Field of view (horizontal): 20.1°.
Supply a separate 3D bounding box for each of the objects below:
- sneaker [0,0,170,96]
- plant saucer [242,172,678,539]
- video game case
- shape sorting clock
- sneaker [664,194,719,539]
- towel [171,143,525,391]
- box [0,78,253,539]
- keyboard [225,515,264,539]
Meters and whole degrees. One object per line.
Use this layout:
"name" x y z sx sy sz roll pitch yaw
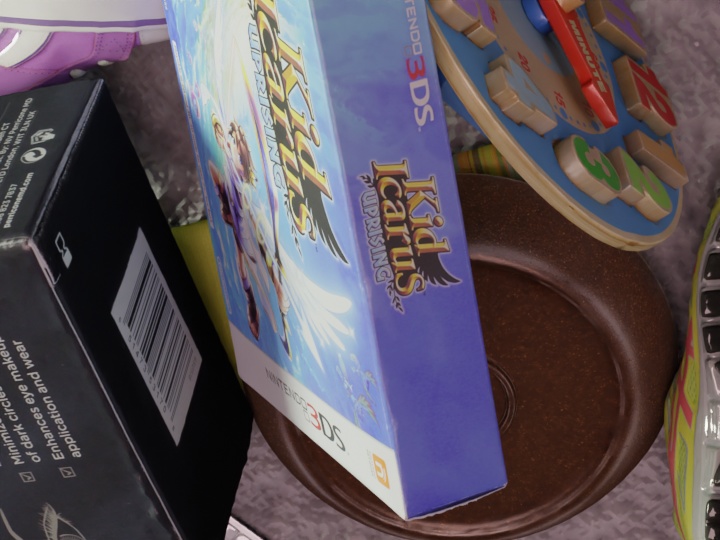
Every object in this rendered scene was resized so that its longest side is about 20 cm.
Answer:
"sneaker" -0.151 -0.086 0.880 0.200 0.073 0.115 -3 124 9
"plant saucer" 0.044 0.051 0.913 0.200 0.035 0.201 1 121 2
"video game case" -0.017 -0.030 0.766 0.045 0.181 0.200 -17 110 -19
"shape sorting clock" 0.066 -0.098 0.775 0.039 0.200 0.200 -29 107 23
"sneaker" 0.167 0.041 0.892 0.078 0.090 0.201 10 91 -11
"towel" 0.000 0.000 0.923 0.200 0.018 0.086 -14 107 11
"box" -0.175 0.041 0.865 0.199 0.118 0.197 -9 127 16
"keyboard" -0.083 0.137 0.989 0.200 0.011 0.056 38 111 -10
